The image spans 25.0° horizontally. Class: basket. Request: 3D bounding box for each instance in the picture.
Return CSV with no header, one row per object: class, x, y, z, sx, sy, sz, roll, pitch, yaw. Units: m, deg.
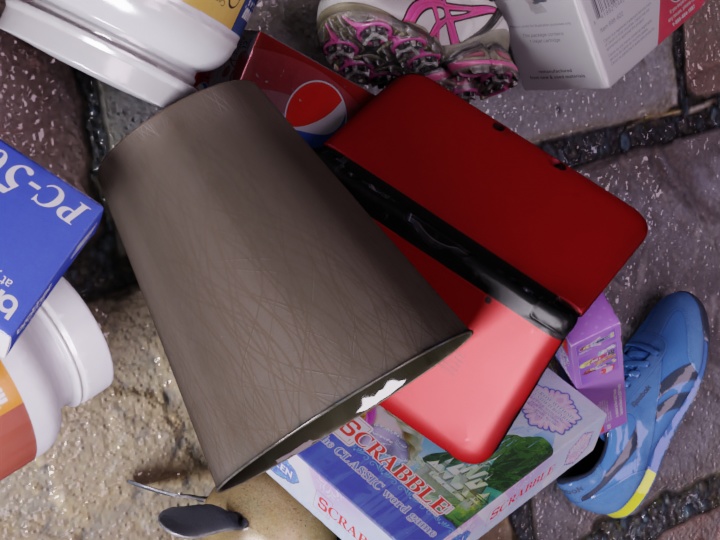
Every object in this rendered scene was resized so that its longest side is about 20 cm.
basket,-0.061,0.001,0.966,0.180,0.136,0.200,-34,80,12

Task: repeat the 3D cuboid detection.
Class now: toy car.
toy car,-0.060,0.192,1.082,0.200,0.164,0.158,25,87,-25

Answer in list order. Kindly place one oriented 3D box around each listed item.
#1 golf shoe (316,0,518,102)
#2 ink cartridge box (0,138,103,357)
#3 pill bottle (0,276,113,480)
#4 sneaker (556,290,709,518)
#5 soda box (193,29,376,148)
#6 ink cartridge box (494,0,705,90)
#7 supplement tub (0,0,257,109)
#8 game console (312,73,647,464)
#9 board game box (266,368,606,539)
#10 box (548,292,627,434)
golf shoe,0.033,-0.174,1.126,0.200,0.072,0.092,6,69,-54
ink cartridge box,-0.250,-0.048,0.886,0.200,0.044,0.094,33,65,-4
pill bottle,-0.249,0.081,0.948,0.200,0.112,0.112,-32,116,-27
sneaker,0.220,0.101,1.322,0.078,0.066,0.201,30,80,-32
soda box,-0.022,-0.094,1.112,0.200,0.063,0.070,26,84,-37
ink cartridge box,0.160,-0.253,1.194,0.145,0.083,0.200,-39,119,-34
supplement tub,-0.118,-0.206,0.964,0.144,0.144,0.200,25,92,-36
game console,0.053,-0.005,1.052,0.173,0.200,0.119,-61,165,19
board game box,0.027,0.093,1.086,0.199,0.200,0.041,-31,148,-39
box,0.141,0.026,1.153,0.039,0.137,0.200,-25,154,-1
